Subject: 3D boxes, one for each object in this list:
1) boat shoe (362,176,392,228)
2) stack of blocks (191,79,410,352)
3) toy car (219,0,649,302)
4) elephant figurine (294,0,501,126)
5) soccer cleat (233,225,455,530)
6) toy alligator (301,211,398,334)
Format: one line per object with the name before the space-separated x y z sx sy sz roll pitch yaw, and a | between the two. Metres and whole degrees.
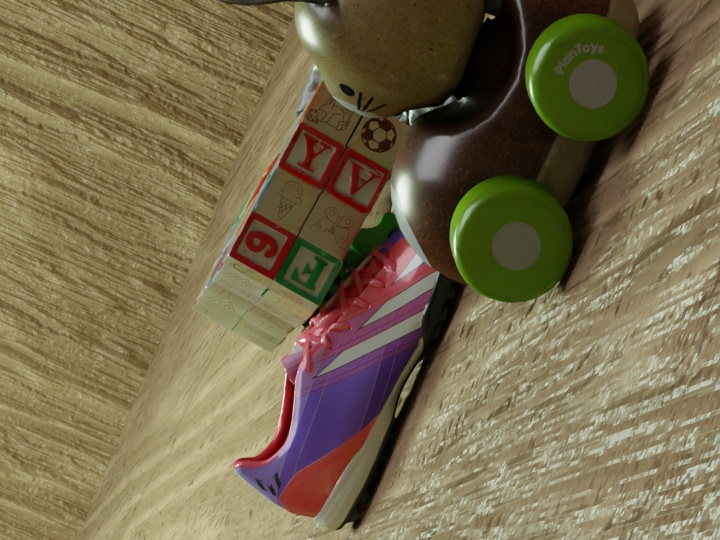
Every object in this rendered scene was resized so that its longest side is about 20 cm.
boat shoe | 0.020 -0.110 1.735 0.069 0.071 0.201 126 159 -45
stack of blocks | -0.038 -0.028 1.456 0.116 0.058 0.200 -62 5 -13
toy car | 0.016 -0.094 1.164 0.164 0.199 0.158 -99 34 -77
elephant figurine | 0.025 -0.116 1.523 0.155 0.141 0.201 64 -154 -62
soccer cleat | -0.002 0.039 1.373 0.068 0.073 0.201 -165 98 -83
toy alligator | 0.000 0.000 1.561 0.059 0.054 0.201 124 167 -52
